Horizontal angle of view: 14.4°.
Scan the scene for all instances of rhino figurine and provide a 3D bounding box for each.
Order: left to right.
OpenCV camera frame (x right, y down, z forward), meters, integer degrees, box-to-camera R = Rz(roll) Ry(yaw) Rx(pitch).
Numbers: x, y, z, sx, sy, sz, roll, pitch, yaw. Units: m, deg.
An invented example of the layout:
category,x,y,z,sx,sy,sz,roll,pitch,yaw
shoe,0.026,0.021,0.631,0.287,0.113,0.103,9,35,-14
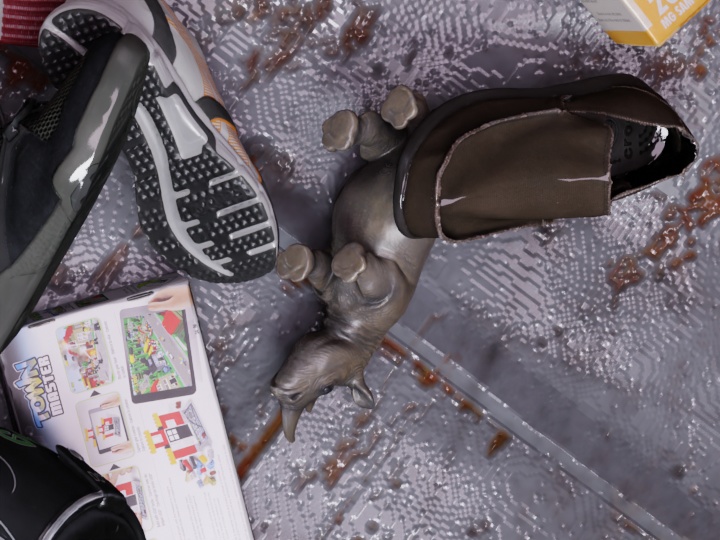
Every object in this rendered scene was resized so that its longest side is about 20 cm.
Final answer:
category,x,y,z,sx,sy,sz,roll,pitch,yaw
rhino figurine,0.000,0.000,1.520,0.087,0.060,0.200,16,94,-60

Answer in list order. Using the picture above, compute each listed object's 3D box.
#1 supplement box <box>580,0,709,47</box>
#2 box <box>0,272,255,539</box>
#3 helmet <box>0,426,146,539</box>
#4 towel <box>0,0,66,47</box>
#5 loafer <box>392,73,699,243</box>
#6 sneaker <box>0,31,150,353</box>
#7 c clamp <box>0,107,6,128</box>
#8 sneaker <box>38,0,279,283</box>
category,x,y,z,sx,sy,sz,roll,pitch,yaw
supplement box,0.134,-0.235,1.527,0.126,0.074,0.200,-43,104,-7
box,-0.122,0.112,1.523,0.110,0.035,0.200,-15,100,-12
helmet,-0.220,0.172,1.428,0.191,0.200,0.200,8,96,24
towel,-0.208,-0.189,1.442,0.200,0.023,0.144,1,96,-37
loafer,0.102,-0.060,1.502,0.200,0.071,0.073,-21,121,-36
sneaker,-0.187,-0.052,1.418,0.114,0.076,0.199,34,118,-3
c clamp,-0.262,-0.050,1.478,0.171,0.027,0.200,-25,100,-15
sneaker,-0.093,-0.079,1.484,0.074,0.080,0.200,-13,126,22
